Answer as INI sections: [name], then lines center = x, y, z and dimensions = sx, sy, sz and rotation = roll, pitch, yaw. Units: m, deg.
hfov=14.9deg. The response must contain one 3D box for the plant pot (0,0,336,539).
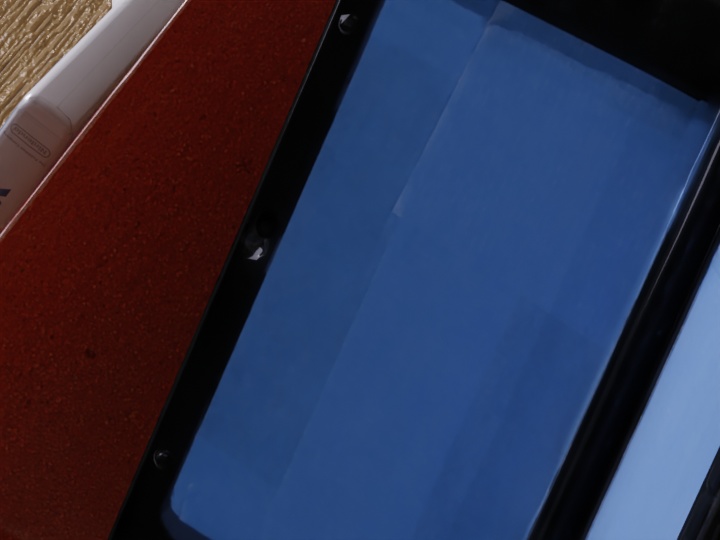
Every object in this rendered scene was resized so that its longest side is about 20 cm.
[plant pot]
center = -0.020, 0.023, 0.843
dimensions = 0.200, 0.176, 0.200
rotation = -51, 4, 2

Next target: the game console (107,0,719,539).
[game console]
center = 0.022, 0.029, 0.592
dimensions = 0.176, 0.116, 0.201
rotation = -89, 22, -79

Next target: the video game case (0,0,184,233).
[video game case]
center = -0.111, -0.032, 0.931
dimensions = 0.182, 0.022, 0.200
rotation = -50, 4, 32

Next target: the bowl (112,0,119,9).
[bowl]
center = -0.018, -0.135, 1.064
dimensions = 0.200, 0.091, 0.201
rotation = -21, 15, 6
